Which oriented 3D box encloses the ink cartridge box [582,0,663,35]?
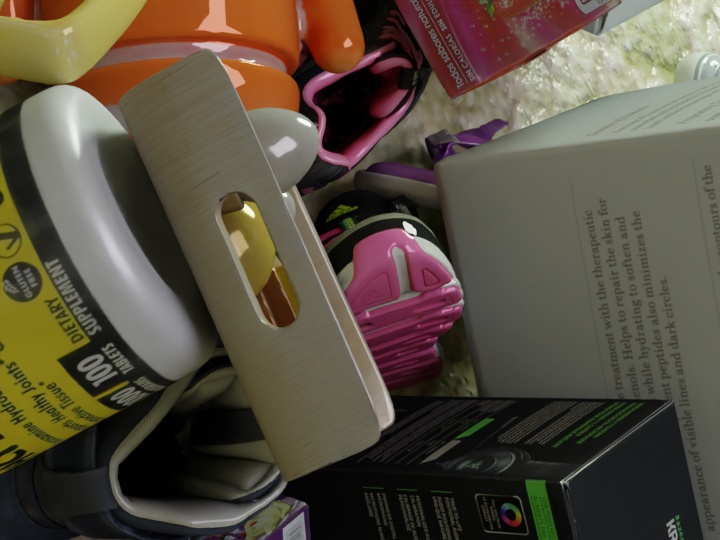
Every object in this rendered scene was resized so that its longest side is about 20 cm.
[{"bbox_3d":[0.130,-0.237,1.168,0.200,0.145,0.145,-30,138,-47],"label":"ink cartridge box"}]

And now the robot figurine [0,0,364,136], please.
[{"bbox_3d":[-0.083,-0.118,0.969,0.144,0.117,0.200,7,74,-46],"label":"robot figurine"}]

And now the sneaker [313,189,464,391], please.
[{"bbox_3d":[0.000,0.000,1.010,0.200,0.074,0.088,82,-10,-75],"label":"sneaker"}]

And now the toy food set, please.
[{"bbox_3d":[-0.024,-0.002,0.817,0.200,0.060,0.144,32,33,-86],"label":"toy food set"}]

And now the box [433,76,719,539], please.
[{"bbox_3d":[0.166,0.015,1.056,0.200,0.171,0.199,-26,107,-58],"label":"box"}]

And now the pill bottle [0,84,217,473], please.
[{"bbox_3d":[-0.161,0.027,0.781,0.113,0.200,0.112,59,9,-16],"label":"pill bottle"}]

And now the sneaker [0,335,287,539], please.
[{"bbox_3d":[-0.065,0.061,0.923,0.202,0.146,0.077,-31,100,-48],"label":"sneaker"}]

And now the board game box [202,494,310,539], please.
[{"bbox_3d":[-0.058,0.205,0.917,0.120,0.032,0.200,-40,135,-47],"label":"board game box"}]

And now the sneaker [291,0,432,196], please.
[{"bbox_3d":[0.002,-0.092,1.071,0.079,0.095,0.200,57,44,-17],"label":"sneaker"}]

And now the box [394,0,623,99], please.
[{"bbox_3d":[0.040,-0.192,1.039,0.200,0.095,0.100,60,14,-4],"label":"box"}]

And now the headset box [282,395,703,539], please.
[{"bbox_3d":[0.063,0.151,0.975,0.093,0.200,0.174,-28,111,-46],"label":"headset box"}]

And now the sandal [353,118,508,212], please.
[{"bbox_3d":[0.063,-0.054,1.134,0.203,0.082,0.050,-1,99,-59],"label":"sandal"}]

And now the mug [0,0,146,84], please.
[{"bbox_3d":[-0.184,-0.113,0.841,0.186,0.149,0.153,34,43,-4],"label":"mug"}]

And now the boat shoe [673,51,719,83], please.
[{"bbox_3d":[0.267,-0.057,1.356,0.201,0.071,0.070,54,47,-22],"label":"boat shoe"}]
